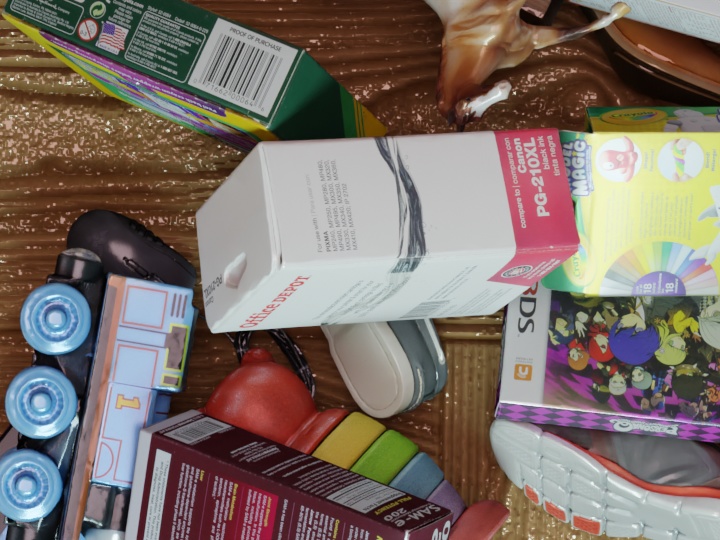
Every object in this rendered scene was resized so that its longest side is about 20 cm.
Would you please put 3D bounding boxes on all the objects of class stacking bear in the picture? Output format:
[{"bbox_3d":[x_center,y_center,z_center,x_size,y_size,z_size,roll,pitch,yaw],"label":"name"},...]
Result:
[{"bbox_3d":[-0.016,0.138,1.685,0.200,0.114,0.122,39,85,6],"label":"stacking bear"}]

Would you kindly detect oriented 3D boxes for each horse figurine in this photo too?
[{"bbox_3d":[0.080,-0.187,1.649,0.132,0.050,0.201,-32,58,10],"label":"horse figurine"}]

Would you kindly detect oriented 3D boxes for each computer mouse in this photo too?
[{"bbox_3d":[-0.111,0.028,1.734,0.200,0.034,0.059,35,85,3],"label":"computer mouse"}]

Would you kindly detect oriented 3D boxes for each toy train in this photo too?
[{"bbox_3d":[-0.171,0.089,1.679,0.114,0.087,0.201,10,87,-6],"label":"toy train"}]

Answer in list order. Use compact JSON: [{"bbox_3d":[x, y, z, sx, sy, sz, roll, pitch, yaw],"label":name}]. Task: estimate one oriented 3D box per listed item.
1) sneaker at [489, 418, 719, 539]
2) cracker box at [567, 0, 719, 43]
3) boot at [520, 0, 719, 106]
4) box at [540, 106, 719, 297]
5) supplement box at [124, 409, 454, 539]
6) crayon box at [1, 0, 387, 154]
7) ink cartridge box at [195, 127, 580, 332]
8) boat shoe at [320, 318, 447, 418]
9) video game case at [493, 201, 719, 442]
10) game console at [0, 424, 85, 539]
[{"bbox_3d":[0.183,0.128,1.716,0.199,0.077,0.082,22,53,9],"label":"sneaker"},{"bbox_3d":[0.235,-0.215,1.651,0.199,0.058,0.135,18,80,23],"label":"cracker box"},{"bbox_3d":[0.197,-0.205,1.744,0.199,0.077,0.156,27,81,10],"label":"boot"},{"bbox_3d":[0.213,-0.043,1.655,0.199,0.048,0.118,0,115,-4],"label":"box"},{"bbox_3d":[-0.048,0.170,1.613,0.199,0.061,0.109,20,110,28],"label":"supplement box"},{"bbox_3d":[-0.101,-0.125,1.652,0.199,0.172,0.059,24,86,21],"label":"crayon box"},{"bbox_3d":[0.013,-0.024,1.619,0.199,0.145,0.085,-4,74,-22],"label":"ink cartridge box"},{"bbox_3d":[0.000,0.000,1.733,0.062,0.073,0.201,-11,73,-44],"label":"boat shoe"},{"bbox_3d":[0.193,0.019,1.708,0.199,0.036,0.182,7,67,1],"label":"video game case"},{"bbox_3d":[-0.182,0.200,1.719,0.200,0.031,0.177,38,86,3],"label":"game console"}]
